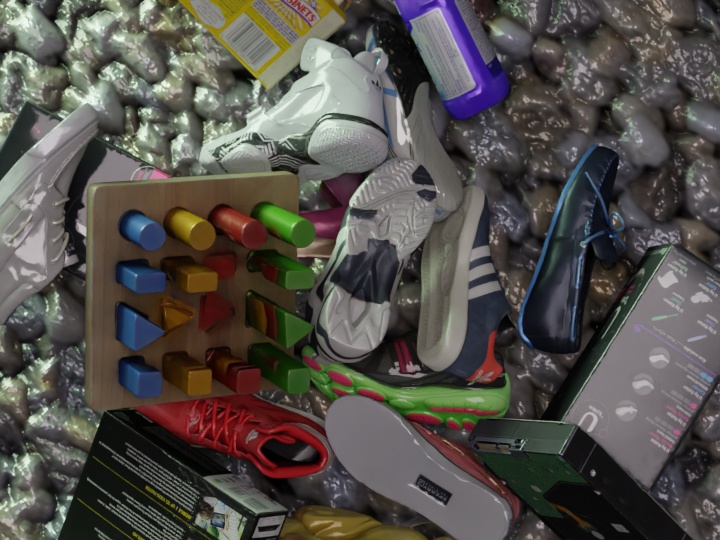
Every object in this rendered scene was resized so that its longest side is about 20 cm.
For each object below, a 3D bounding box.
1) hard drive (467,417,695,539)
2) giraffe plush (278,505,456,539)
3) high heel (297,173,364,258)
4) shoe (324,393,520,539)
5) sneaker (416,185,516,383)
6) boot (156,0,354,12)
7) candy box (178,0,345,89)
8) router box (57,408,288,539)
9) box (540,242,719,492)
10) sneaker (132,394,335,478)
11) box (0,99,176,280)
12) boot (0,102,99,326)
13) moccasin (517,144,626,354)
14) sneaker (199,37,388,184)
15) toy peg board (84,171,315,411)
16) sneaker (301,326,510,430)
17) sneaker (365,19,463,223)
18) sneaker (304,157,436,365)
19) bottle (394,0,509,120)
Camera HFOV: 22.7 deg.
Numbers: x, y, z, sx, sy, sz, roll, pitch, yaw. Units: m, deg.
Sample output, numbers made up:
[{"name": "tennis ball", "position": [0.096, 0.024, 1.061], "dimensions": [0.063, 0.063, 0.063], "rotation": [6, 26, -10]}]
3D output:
[{"name": "hard drive", "position": [0.201, 0.204, 1.596], "dimensions": [0.200, 0.139, 0.038], "rotation": [43, 66, -24]}, {"name": "giraffe plush", "position": [-0.004, 0.312, 1.631], "dimensions": [0.199, 0.172, 0.164], "rotation": [0, 99, -36]}, {"name": "high heel", "position": [-0.059, -0.012, 1.669], "dimensions": [0.199, 0.067, 0.096], "rotation": [-30, 78, -17]}, {"name": "shoe", "position": [0.059, 0.181, 1.655], "dimensions": [0.199, 0.091, 0.072], "rotation": [34, 101, 9]}, {"name": "sneaker", "position": [0.105, 0.017, 1.654], "dimensions": [0.084, 0.075, 0.201], "rotation": [27, 54, -24]}, {"name": "boot", "position": [-0.084, -0.283, 1.682], "dimensions": [0.200, 0.073, 0.156], "rotation": [-44, 90, -6]}, {"name": "candy box", "position": [-0.117, -0.268, 1.634], "dimensions": [0.102, 0.026, 0.200], "rotation": [-39, 110, 18]}, {"name": "router box", "position": [-0.173, 0.234, 1.601], "dimensions": [0.199, 0.051, 0.150], "rotation": [29, 103, 32]}, {"name": "box", "position": [0.264, 0.087, 1.638], "dimensions": [0.106, 0.122, 0.201], "rotation": [33, 86, 0]}, {"name": "sneaker", "position": [-0.116, 0.137, 1.637], "dimensions": [0.198, 0.116, 0.079], "rotation": [13, 87, -1]}, {"name": "box", "position": [-0.241, -0.053, 1.648], "dimensions": [0.199, 0.106, 0.123], "rotation": [27, 87, 0]}, {"name": "boot", "position": [-0.276, -0.046, 1.566], "dimensions": [0.096, 0.074, 0.200], "rotation": [44, 98, -5]}, {"name": "moccasin", "position": [0.210, -0.015, 1.668], "dimensions": [0.068, 0.080, 0.201], "rotation": [17, 86, 24]}, {"name": "sneaker", "position": [-0.057, -0.143, 1.657], "dimensions": [0.199, 0.075, 0.116], "rotation": [-7, 63, 32]}, {"name": "toy peg board", "position": [-0.130, 0.025, 1.563], "dimensions": [0.198, 0.098, 0.202], "rotation": [-5, 105, -29]}, {"name": "sneaker", "position": [0.043, 0.094, 1.675], "dimensions": [0.198, 0.077, 0.084], "rotation": [11, 57, 3]}, {"name": "sneaker", "position": [0.037, -0.138, 1.682], "dimensions": [0.072, 0.072, 0.201], "rotation": [-24, 76, 36]}, {"name": "sneaker", "position": [0.000, 0.000, 1.627], "dimensions": [0.079, 0.130, 0.201], "rotation": [19, 68, -14]}, {"name": "bottle", "position": [0.070, -0.241, 1.659], "dimensions": [0.065, 0.084, 0.201], "rotation": [-25, 102, 11]}]
